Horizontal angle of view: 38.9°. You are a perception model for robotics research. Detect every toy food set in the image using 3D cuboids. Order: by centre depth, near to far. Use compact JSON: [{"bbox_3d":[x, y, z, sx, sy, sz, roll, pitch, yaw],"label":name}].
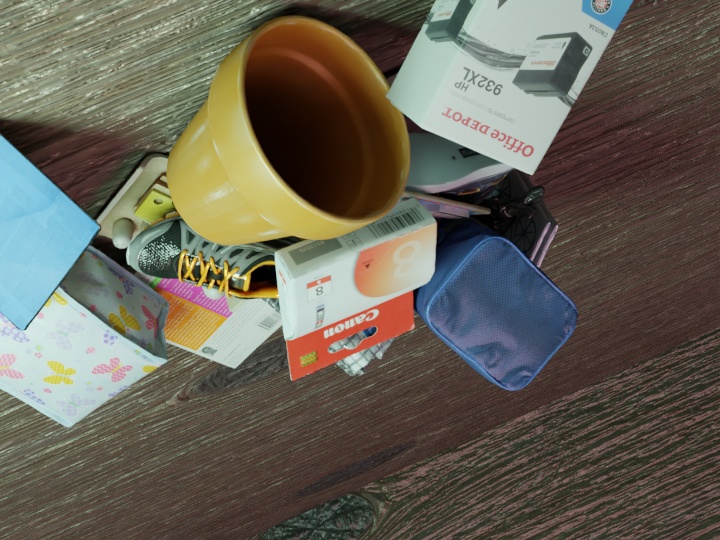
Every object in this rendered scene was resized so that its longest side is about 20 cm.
[{"bbox_3d":[-0.186,-0.033,1.110,0.199,0.061,0.143,25,132,-28],"label":"toy food set"}]

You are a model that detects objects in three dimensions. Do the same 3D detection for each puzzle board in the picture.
[{"bbox_3d":[0.028,-0.069,1.112,0.150,0.018,0.200,1,178,37],"label":"puzzle board"}]

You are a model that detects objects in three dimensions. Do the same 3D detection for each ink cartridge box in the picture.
[{"bbox_3d":[0.139,-0.210,0.945,0.145,0.084,0.201,18,109,-32],"label":"ink cartridge box"},{"bbox_3d":[-0.002,0.035,1.050,0.162,0.050,0.201,-22,137,-18],"label":"ink cartridge box"}]

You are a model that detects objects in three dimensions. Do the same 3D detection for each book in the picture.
[{"bbox_3d":[-0.197,0.040,1.252,0.199,0.048,0.134,29,125,-31],"label":"book"}]

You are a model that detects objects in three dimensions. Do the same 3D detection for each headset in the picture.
[{"bbox_3d":[0.160,-0.095,1.274,0.094,0.124,0.200,-28,-164,-2],"label":"headset"}]

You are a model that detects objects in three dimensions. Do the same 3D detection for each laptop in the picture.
[{"bbox_3d":[-0.374,-0.034,0.912,0.199,0.116,0.187,-2,148,-45],"label":"laptop"}]

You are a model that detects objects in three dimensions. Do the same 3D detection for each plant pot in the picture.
[{"bbox_3d":[-0.085,-0.110,0.974,0.200,0.201,0.183,-2,164,-44],"label":"plant pot"}]

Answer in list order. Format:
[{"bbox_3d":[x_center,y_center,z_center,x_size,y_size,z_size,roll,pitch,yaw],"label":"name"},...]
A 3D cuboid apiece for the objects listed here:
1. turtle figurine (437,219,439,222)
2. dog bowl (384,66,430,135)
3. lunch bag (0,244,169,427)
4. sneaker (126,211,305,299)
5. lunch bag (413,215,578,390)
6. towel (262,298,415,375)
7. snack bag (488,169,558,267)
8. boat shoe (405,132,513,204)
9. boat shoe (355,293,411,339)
[{"bbox_3d":[0.050,-0.025,1.394,0.200,0.149,0.101,-58,164,-44],"label":"turtle figurine"},{"bbox_3d":[0.069,-0.154,1.171,0.199,0.074,0.200,-22,159,-9],"label":"dog bowl"},{"bbox_3d":[-0.339,0.056,1.142,0.169,0.128,0.200,-35,130,21],"label":"lunch bag"},{"bbox_3d":[-0.142,-0.009,1.059,0.199,0.077,0.079,2,130,-10],"label":"sneaker"},{"bbox_3d":[0.137,0.027,1.193,0.136,0.132,0.200,-47,114,2],"label":"lunch bag"},{"bbox_3d":[-0.012,0.011,1.236,0.085,0.166,0.200,-28,-161,53],"label":"towel"},{"bbox_3d":[0.184,-0.034,1.344,0.021,0.189,0.201,6,125,-22],"label":"snack bag"},{"bbox_3d":[0.089,-0.101,1.115,0.199,0.071,0.091,-13,155,-30],"label":"boat shoe"},{"bbox_3d":[0.000,0.000,1.118,0.072,0.072,0.200,-35,139,-10],"label":"boat shoe"}]
